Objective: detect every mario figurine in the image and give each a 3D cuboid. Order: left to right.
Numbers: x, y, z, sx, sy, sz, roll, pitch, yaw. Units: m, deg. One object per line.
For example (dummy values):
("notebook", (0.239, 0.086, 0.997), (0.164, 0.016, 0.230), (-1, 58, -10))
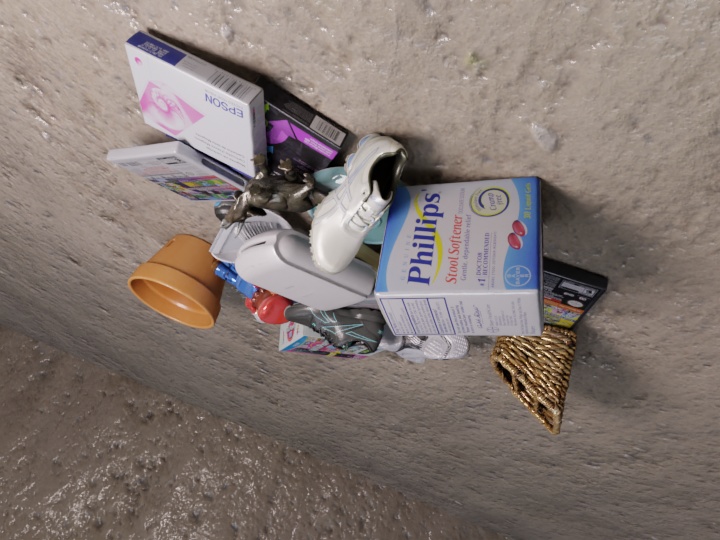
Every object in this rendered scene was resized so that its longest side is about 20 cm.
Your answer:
("mario figurine", (-0.206, 0.030, 1.221), (0.200, 0.106, 0.124), (42, 162, 12))

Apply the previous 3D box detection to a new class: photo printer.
("photo printer", (-0.100, -0.001, 0.979), (0.200, 0.070, 0.166), (25, 157, -29))

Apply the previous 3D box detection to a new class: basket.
("basket", (0.297, 0.190, 1.056), (0.142, 0.149, 0.200), (11, 161, 21))

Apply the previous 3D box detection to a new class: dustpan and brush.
("dustpan and brush", (-0.147, -0.054, 1.052), (0.200, 0.057, 0.140), (-2, 141, -43))

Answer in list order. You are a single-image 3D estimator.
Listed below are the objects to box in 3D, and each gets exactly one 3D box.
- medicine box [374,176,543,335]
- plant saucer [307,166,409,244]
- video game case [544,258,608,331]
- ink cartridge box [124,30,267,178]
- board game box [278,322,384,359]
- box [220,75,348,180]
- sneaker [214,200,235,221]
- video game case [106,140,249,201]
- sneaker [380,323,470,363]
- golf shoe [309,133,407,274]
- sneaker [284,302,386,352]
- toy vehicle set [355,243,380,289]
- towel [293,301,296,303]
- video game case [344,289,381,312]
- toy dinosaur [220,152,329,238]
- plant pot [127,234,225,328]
("medicine box", (0.136, -0.017, 0.779), (0.199, 0.183, 0.103), (-2, 144, 18))
("plant saucer", (0.002, -0.090, 0.914), (0.199, 0.028, 0.200), (10, 156, 4))
("video game case", (0.269, 0.033, 0.968), (0.199, 0.026, 0.181), (18, 151, 7))
("ink cartridge box", (-0.224, -0.211, 0.840), (0.196, 0.043, 0.200), (27, 148, 10))
("board game box", (-0.058, 0.141, 1.284), (0.199, 0.065, 0.147), (12, 157, -24))
("box", (-0.120, -0.179, 0.877), (0.143, 0.036, 0.200), (30, 153, -12))
("sneaker", (-0.199, -0.051, 1.106), (0.073, 0.082, 0.200), (-7, 138, 47))
("video game case", (-0.286, -0.158, 0.977), (0.199, 0.023, 0.182), (4, 165, 39))
("sneaker", (0.135, 0.145, 1.193), (0.199, 0.075, 0.115), (5, 164, 30))
("golf shoe", (-0.003, -0.084, 0.775), (0.078, 0.201, 0.097), (21, -176, -25))
("sneaker", (-0.053, 0.106, 1.126), (0.199, 0.080, 0.075), (6, 167, 11))
("toy vehicle set", (0.000, 0.000, 1.061), (0.124, 0.027, 0.200), (-4, 154, 40))
("towel", (-0.093, 0.037, 1.215), (0.111, 0.049, 0.200), (27, 152, -7))
("video game case", (0.063, 0.066, 1.118), (0.200, 0.022, 0.182), (-6, 160, 42))
("toy dinosaur", (-0.108, -0.112, 0.845), (0.199, 0.077, 0.102), (-9, 163, -4))
("plant pot", (-0.378, 0.017, 1.293), (0.199, 0.140, 0.200), (18, 151, 10))
